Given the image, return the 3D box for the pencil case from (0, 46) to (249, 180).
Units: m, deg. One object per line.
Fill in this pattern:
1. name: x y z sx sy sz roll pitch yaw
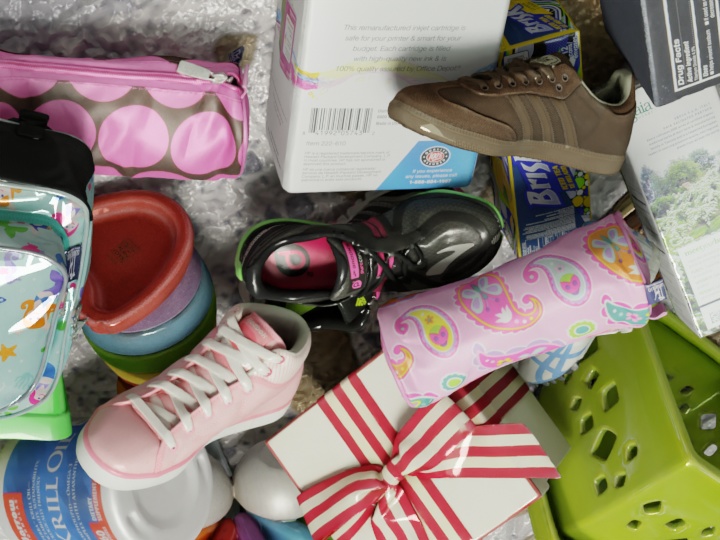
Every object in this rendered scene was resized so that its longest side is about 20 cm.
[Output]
1. pencil case: -0.175 -0.113 1.004 0.198 0.092 0.094 -1 159 -15

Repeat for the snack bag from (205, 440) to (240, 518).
1. snack bag: -0.195 0.229 1.318 0.187 0.021 0.201 -19 128 0

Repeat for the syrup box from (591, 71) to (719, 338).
1. syrup box: 0.251 -0.060 1.111 0.078 0.081 0.201 -23 100 4

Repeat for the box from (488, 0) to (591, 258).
1. box: 0.131 -0.106 1.101 0.064 0.070 0.201 -15 130 -5

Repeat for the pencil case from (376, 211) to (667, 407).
1. pencil case: 0.112 0.030 1.028 0.199 0.088 0.088 -21 131 6

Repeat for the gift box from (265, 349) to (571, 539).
1. gift box: 0.063 0.150 1.165 0.184 0.187 0.200 -44 81 18

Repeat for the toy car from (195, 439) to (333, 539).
1. toy car: -0.105 0.250 1.248 0.198 0.150 0.176 -4 125 -13

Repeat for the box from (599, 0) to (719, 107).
1. box: 0.259 -0.249 0.984 0.197 0.124 0.201 -19 129 -1

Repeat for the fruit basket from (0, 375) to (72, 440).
1. fruit basket: -0.326 0.101 1.109 0.214 0.156 0.217 -6 112 -15

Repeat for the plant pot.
1. plant pot: 0.250 0.170 1.281 0.199 0.200 0.181 31 122 -34

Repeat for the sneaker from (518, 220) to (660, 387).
1. sneaker: 0.166 0.024 1.146 0.072 0.072 0.200 29 143 0

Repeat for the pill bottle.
1. pill bottle: -0.223 0.173 1.160 0.199 0.113 0.112 -10 140 39

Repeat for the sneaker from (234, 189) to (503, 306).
1. sneaker: 0.007 -0.006 1.047 0.198 0.084 0.077 -11 110 6

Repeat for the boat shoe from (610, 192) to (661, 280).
1. boat shoe: 0.212 0.004 1.213 0.072 0.068 0.200 29 117 -32

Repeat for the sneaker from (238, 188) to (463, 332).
1. sneaker: 0.000 0.000 1.139 0.199 0.088 0.074 -26 130 7

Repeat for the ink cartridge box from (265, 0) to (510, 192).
1. ink cartridge box: 0.017 -0.161 1.016 0.143 0.085 0.201 -2 130 -15

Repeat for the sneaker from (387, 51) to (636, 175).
1. sneaker: 0.107 -0.118 0.998 0.199 0.070 0.076 6 104 -36

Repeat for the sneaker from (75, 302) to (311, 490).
1. sneaker: -0.113 0.080 1.049 0.199 0.075 0.105 -21 148 -44

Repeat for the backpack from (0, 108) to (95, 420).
1. backpack: -0.264 0.008 0.942 0.176 0.151 0.201 9 129 -14

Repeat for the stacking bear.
1. stacking bear: -0.162 0.044 1.123 0.113 0.121 0.201 -35 144 -19
